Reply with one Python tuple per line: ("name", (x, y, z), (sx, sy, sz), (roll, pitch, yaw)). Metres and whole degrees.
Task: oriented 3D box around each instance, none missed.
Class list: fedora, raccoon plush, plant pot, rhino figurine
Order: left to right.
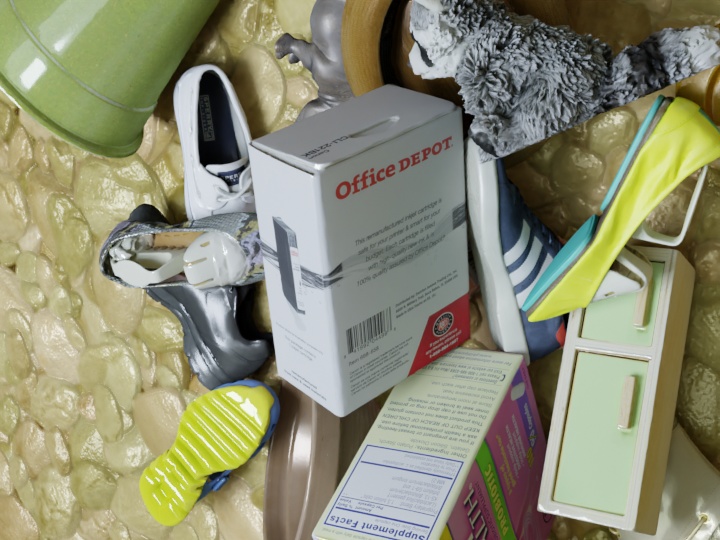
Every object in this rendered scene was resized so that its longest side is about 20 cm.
("plant pot", (-0.213, -0.238, 0.995), (0.190, 0.200, 0.201), (-41, 81, 20))
("rhino figurine", (-0.025, -0.181, 0.950), (0.086, 0.060, 0.203), (14, 114, 17))
("plant pot", (-0.024, 0.176, 1.005), (0.091, 0.202, 0.204), (9, 114, -13))
("fedora", (0.081, -0.175, 0.860), (0.198, 0.082, 0.203), (14, 126, 19))
("raccoon plush", (0.125, -0.163, 0.749), (0.197, 0.097, 0.136), (-22, 94, 13))

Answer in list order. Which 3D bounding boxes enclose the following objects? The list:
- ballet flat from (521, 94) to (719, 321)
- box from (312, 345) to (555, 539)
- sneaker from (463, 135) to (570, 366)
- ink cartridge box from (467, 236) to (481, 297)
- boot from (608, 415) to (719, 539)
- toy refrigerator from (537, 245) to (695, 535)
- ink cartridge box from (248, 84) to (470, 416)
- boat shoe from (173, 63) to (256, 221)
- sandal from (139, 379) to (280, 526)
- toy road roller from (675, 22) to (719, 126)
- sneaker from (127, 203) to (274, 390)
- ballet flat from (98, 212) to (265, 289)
("ballet flat", (0.184, -0.026, 0.777), (0.067, 0.067, 0.201), (32, 123, 6))
("box", (0.070, 0.192, 0.878), (0.095, 0.201, 0.178), (5, 132, 31))
("sneaker", (0.130, -0.022, 0.870), (0.083, 0.075, 0.202), (-18, 122, -3))
("ink cartridge box", (0.000, 0.000, 0.993), (0.200, 0.050, 0.163), (-42, 80, 30))
("boot", (0.212, 0.207, 0.902), (0.156, 0.073, 0.200), (49, 121, 11))
("toy refrigerator", (0.190, 0.086, 0.833), (0.075, 0.070, 0.203), (7, 79, 31))
("ink cartridge box", (0.005, -0.019, 0.839), (0.083, 0.143, 0.203), (27, 133, 42))
("boat shoe", (-0.127, -0.086, 1.023), (0.065, 0.073, 0.203), (1, 109, 70))
("sandal", (-0.140, 0.168, 1.102), (0.200, 0.087, 0.080), (-43, 79, 35))
("toy road roller", (0.282, -0.161, 0.730), (0.145, 0.122, 0.204), (3, 106, 43))
("sneaker", (-0.150, 0.016, 1.087), (0.090, 0.076, 0.201), (-33, 92, 25))
("ballet flat", (-0.151, -0.009, 0.997), (0.197, 0.072, 0.073), (-1, 103, 26))
